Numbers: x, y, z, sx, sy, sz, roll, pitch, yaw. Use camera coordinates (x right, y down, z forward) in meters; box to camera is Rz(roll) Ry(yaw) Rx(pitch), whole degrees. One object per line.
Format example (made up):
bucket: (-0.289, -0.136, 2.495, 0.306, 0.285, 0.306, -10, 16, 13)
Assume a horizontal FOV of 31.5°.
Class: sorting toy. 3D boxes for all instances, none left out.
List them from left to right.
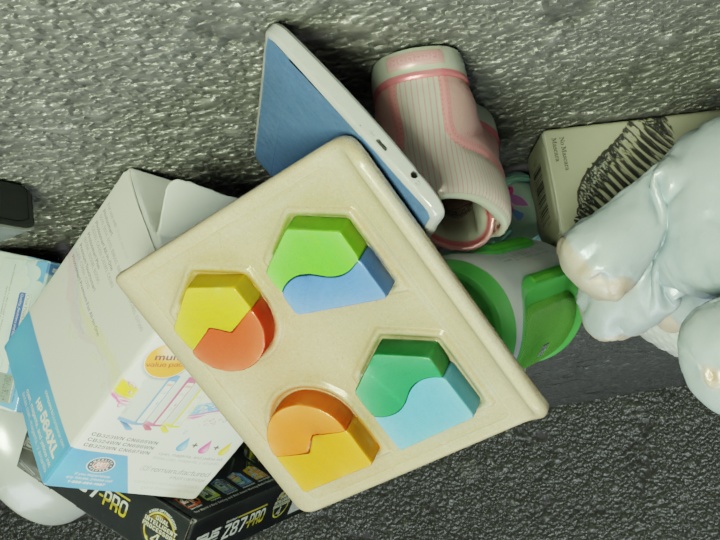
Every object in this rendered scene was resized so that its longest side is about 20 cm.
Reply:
sorting toy: (-0.023, 0.043, 0.700, 0.199, 0.186, 0.037, -27, -162, 36)

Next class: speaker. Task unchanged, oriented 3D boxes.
speaker: (0.083, 0.026, 0.798, 0.088, 0.089, 0.200, -14, 179, 24)

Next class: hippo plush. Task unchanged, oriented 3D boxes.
hippo plush: (0.237, 0.003, 0.764, 0.200, 0.161, 0.159, -48, 140, 13)

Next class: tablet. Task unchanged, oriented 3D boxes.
tablet: (-0.012, -0.053, 0.722, 0.014, 0.130, 0.200, -40, 174, -13)

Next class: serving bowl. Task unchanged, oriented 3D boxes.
serving bowl: (-0.270, 0.121, 1.140, 0.065, 0.202, 0.200, -21, 164, 19)

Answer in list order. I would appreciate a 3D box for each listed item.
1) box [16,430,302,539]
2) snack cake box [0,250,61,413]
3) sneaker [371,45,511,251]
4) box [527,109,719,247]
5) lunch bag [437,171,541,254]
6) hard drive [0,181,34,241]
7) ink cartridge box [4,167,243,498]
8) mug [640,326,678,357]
box: (-0.141, 0.152, 1.000, 0.160, 0.049, 0.200, 26, -164, 24)
snack cake box: (-0.231, 0.058, 1.031, 0.067, 0.116, 0.200, 10, 176, 23)
sneaker: (0.051, -0.054, 0.776, 0.075, 0.106, 0.200, -13, 167, 8)
box: (0.223, -0.063, 0.900, 0.198, 0.083, 0.068, -9, 166, -5)
lunch bag: (0.098, 0.014, 1.010, 0.200, 0.077, 0.160, -46, 147, 15)
hard drive: (-0.330, -0.023, 0.827, 0.199, 0.033, 0.139, -17, 165, 34)
ink cartridge box: (-0.127, 0.039, 0.859, 0.128, 0.126, 0.200, 14, 127, -41)
mug: (0.294, 0.018, 1.052, 0.175, 0.148, 0.200, 19, 155, 51)
